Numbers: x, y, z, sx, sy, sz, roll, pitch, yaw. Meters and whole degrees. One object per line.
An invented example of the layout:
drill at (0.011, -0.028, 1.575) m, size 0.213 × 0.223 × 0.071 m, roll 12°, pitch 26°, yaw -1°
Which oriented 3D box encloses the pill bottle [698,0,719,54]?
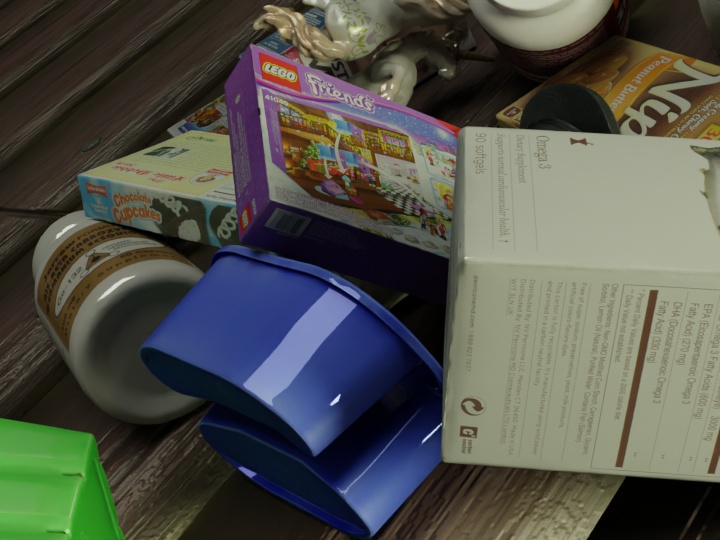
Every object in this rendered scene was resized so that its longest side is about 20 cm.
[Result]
pill bottle at (0.339, -0.235, 0.820) m, size 0.199 × 0.111 × 0.111 m, roll -15°, pitch 32°, yaw 22°

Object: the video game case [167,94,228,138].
video game case at (-0.093, -0.173, 1.178) m, size 0.200 × 0.018 × 0.143 m, roll -33°, pitch 31°, yaw -9°

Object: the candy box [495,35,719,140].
candy box at (0.192, -0.091, 0.776) m, size 0.115 × 0.055 × 0.200 m, roll -35°, pitch 30°, yaw -8°

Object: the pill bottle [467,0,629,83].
pill bottle at (0.139, -0.210, 0.856) m, size 0.113 × 0.113 × 0.200 m, roll -19°, pitch -7°, yaw 15°

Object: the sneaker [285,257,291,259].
sneaker at (-0.078, -0.036, 0.899) m, size 0.090 × 0.070 × 0.200 m, roll -35°, pitch 32°, yaw -18°

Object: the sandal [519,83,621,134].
sandal at (0.128, -0.049, 0.702) m, size 0.075 × 0.048 × 0.201 m, roll -48°, pitch 36°, yaw 35°

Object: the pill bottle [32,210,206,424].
pill bottle at (-0.176, 0.023, 0.847) m, size 0.114 × 0.115 × 0.200 m, roll -35°, pitch 30°, yaw -13°

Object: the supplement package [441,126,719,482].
supplement package at (0.140, 0.015, 0.526) m, size 0.199 × 0.118 × 0.117 m, roll 3°, pitch 34°, yaw 3°

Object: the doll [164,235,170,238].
doll at (-0.172, -0.060, 1.037) m, size 0.200 × 0.049 × 0.136 m, roll -35°, pitch 29°, yaw -12°

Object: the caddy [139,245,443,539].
caddy at (-0.028, 0.058, 0.645) m, size 0.105 × 0.142 × 0.200 m, roll -46°, pitch 35°, yaw -23°

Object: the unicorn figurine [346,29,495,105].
unicorn figurine at (0.014, -0.143, 0.972) m, size 0.199 × 0.074 × 0.138 m, roll -19°, pitch 34°, yaw 14°

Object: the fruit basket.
fruit basket at (-0.242, 0.191, 0.629) m, size 0.214 × 0.156 × 0.216 m, roll -5°, pitch 32°, yaw 3°

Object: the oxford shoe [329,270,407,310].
oxford shoe at (0.000, 0.000, 0.795) m, size 0.200 × 0.058 × 0.075 m, roll -36°, pitch 32°, yaw -10°

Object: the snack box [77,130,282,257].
snack box at (-0.095, -0.059, 0.824) m, size 0.199 × 0.037 × 0.116 m, roll 13°, pitch 30°, yaw 39°

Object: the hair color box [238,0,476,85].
hair color box at (-0.001, -0.204, 1.065) m, size 0.200 × 0.100 × 0.060 m, roll -35°, pitch 31°, yaw -12°

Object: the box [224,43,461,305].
box at (0.017, -0.049, 0.700) m, size 0.039 × 0.199 × 0.137 m, roll -50°, pitch 35°, yaw 36°

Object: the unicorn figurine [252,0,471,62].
unicorn figurine at (0.021, -0.225, 0.956) m, size 0.200 × 0.074 × 0.137 m, roll -43°, pitch 51°, yaw -16°
